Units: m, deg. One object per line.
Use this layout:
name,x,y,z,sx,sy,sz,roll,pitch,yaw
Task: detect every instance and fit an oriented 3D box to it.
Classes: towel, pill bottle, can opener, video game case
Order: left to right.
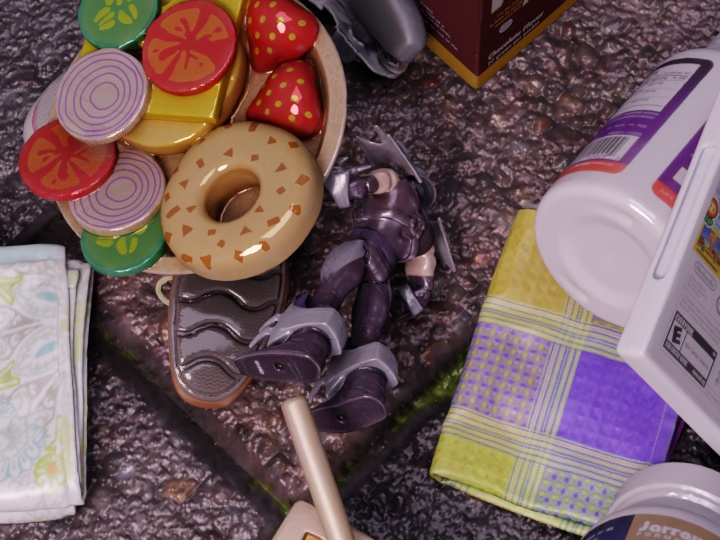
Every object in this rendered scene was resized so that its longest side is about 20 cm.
towel,-0.263,0.071,1.396,0.200,0.048,0.171,-3,67,1
can opener,-0.031,-0.205,1.479,0.200,0.053,0.066,48,117,9
towel,0.136,0.059,1.404,0.143,0.023,0.200,19,70,8
pill bottle,0.160,0.202,1.260,0.116,0.116,0.200,20,38,9
pill bottle,0.202,-0.065,1.389,0.111,0.111,0.200,34,55,14
video game case,0.233,0.015,1.336,0.023,0.200,0.182,7,65,42

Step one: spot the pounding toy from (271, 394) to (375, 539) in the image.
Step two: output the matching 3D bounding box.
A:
pounding toy,-0.008,0.213,1.281,0.184,0.142,0.200,28,72,11

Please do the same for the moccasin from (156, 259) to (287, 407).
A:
moccasin,-0.085,-0.007,1.405,0.074,0.078,0.202,5,62,-11

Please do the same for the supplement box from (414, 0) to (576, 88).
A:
supplement box,0.054,-0.260,1.438,0.133,0.200,0.197,-42,73,-14

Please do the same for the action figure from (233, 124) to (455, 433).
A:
action figure,0.000,0.000,1.368,0.069,0.130,0.200,-15,35,36

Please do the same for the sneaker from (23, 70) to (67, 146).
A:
sneaker,-0.132,-0.135,1.452,0.200,0.088,0.081,-37,72,-12

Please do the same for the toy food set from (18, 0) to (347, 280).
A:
toy food set,-0.104,-0.087,1.355,0.198,0.049,0.200,5,72,21
